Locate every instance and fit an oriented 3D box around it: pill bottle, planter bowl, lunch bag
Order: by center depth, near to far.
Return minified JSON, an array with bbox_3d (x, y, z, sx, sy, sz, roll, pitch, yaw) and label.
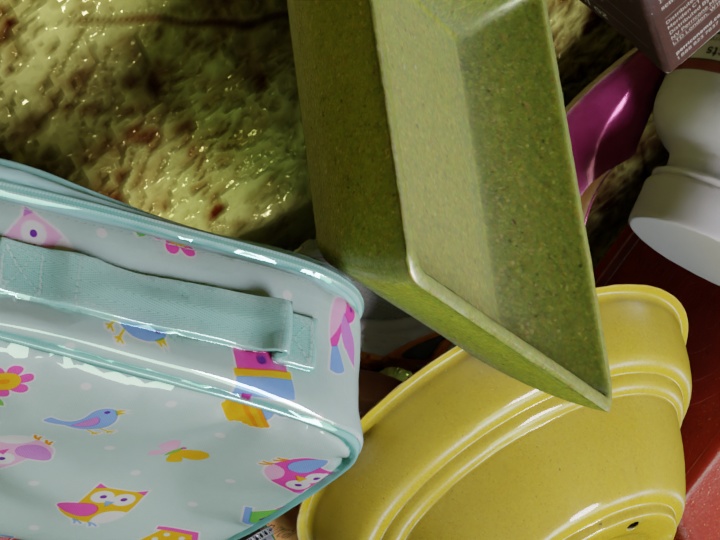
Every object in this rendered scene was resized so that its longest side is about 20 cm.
[{"bbox_3d":[-0.101,0.033,0.797,0.200,0.077,0.160,15,146,-27],"label":"lunch bag"},{"bbox_3d":[0.079,0.101,1.000,0.200,0.083,0.200,-25,151,-15],"label":"planter bowl"},{"bbox_3d":[0.200,-0.091,1.023,0.200,0.112,0.112,-63,150,-8],"label":"pill bottle"}]

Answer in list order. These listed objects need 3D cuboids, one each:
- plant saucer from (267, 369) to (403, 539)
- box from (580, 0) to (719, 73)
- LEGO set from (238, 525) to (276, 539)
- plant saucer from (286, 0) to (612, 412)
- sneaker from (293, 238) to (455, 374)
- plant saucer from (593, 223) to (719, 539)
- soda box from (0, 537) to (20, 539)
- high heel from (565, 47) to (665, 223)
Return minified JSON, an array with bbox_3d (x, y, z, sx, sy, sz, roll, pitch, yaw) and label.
[{"bbox_3d":[-0.059,0.108,1.018,0.200,0.032,0.200,-17,153,-9],"label":"plant saucer"},{"bbox_3d":[0.092,-0.170,0.864,0.075,0.100,0.200,-41,149,-6],"label":"box"},{"bbox_3d":[-0.092,0.189,0.938,0.200,0.154,0.116,-29,177,32],"label":"LEGO set"},{"bbox_3d":[0.027,-0.055,0.878,0.048,0.200,0.200,-17,157,21],"label":"plant saucer"},{"bbox_3d":[0.000,0.000,1.000,0.200,0.092,0.076,1,166,-28],"label":"sneaker"},{"bbox_3d":[0.172,0.021,1.108,0.037,0.200,0.200,28,103,-32],"label":"plant saucer"},{"bbox_3d":[-0.205,0.124,0.897,0.200,0.063,0.070,-39,150,-12],"label":"soda box"},{"bbox_3d":[0.106,-0.007,1.067,0.200,0.096,0.067,-55,168,18],"label":"high heel"}]
